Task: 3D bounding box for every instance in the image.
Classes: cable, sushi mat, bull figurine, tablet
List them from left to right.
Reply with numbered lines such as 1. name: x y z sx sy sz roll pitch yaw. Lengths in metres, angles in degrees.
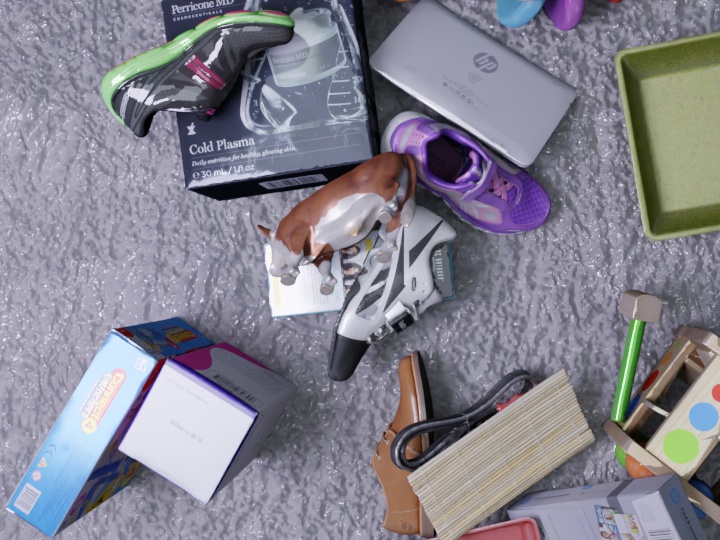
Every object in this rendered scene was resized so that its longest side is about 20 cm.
1. bull figurine: -0.027 -0.041 0.862 0.200 0.122 0.065 -36 126 24
2. tablet: 0.121 -0.203 0.929 0.200 0.014 0.130 34 60 5
3. cable: 0.126 0.156 0.902 0.199 0.050 0.098 -2 96 -29
4. sushi mat: 0.146 0.190 0.894 0.199 0.012 0.096 -32 108 -10

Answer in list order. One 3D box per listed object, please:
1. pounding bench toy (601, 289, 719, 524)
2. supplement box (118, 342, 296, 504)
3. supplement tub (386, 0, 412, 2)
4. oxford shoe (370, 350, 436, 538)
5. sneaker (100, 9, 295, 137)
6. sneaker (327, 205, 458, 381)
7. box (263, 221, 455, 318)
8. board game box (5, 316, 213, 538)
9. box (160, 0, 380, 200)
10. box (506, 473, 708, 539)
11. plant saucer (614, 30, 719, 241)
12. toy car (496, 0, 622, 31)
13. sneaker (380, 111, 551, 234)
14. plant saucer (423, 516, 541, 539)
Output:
1. pounding bench toy: 0.307 0.135 0.884 0.200 0.124 0.156 38 94 5
2. supplement box: -0.147 0.146 0.897 0.101 0.200 0.104 30 94 6
3. supplement tub: 0.037 -0.344 0.877 0.122 0.200 0.123 0 91 7
4. oxford shoe: 0.045 0.186 0.943 0.071 0.071 0.201 0 91 11
5. sneaker: -0.149 -0.191 0.849 0.199 0.077 0.084 -24 104 10
6. sneaker: 0.034 0.031 0.889 0.088 0.074 0.201 26 93 8
7. box: 0.000 0.000 0.956 0.199 0.049 0.083 -6 89 6
8. board game box: -0.249 0.151 0.910 0.056 0.196 0.201 32 94 5
9. box: -0.087 -0.189 0.931 0.199 0.124 0.198 -8 87 6
10. box: 0.254 0.290 0.868 0.200 0.041 0.157 -29 85 50
11. plant saucer: 0.375 -0.143 0.915 0.198 0.048 0.201 -10 88 6
12. toy car: 0.205 -0.322 0.896 0.199 0.175 0.150 -26 124 5
13. sneaker: 0.118 -0.094 0.902 0.199 0.088 0.081 26 88 -19
14. plant saucer: 0.108 0.365 0.936 0.199 0.037 0.201 -15 99 6
